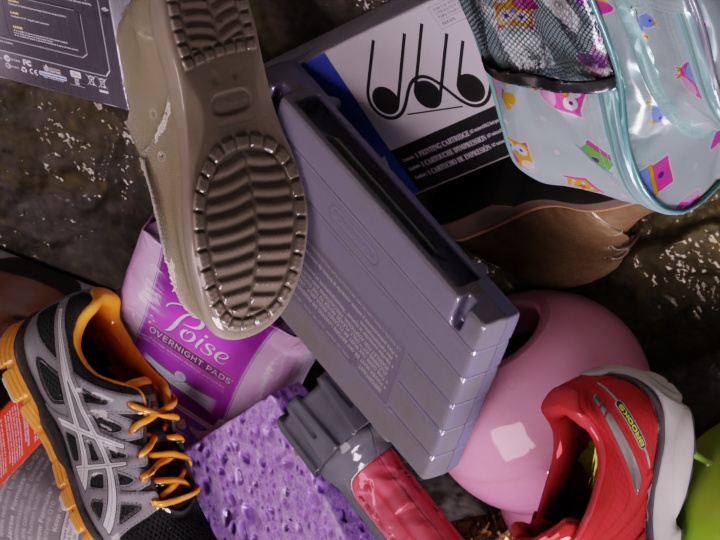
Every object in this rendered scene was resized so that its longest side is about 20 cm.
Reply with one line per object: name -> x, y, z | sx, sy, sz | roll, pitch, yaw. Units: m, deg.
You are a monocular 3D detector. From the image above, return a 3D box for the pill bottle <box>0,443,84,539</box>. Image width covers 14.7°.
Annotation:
pill bottle -> -0.209, 0.150, 1.797 | 0.200, 0.114, 0.114 | 14, 132, 27

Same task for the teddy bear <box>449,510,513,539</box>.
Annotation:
teddy bear -> 0.033, 0.187, 1.629 | 0.200, 0.145, 0.067 | -21, 82, 46

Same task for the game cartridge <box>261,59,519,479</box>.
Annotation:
game cartridge -> 0.000, 0.000, 1.460 | 0.200, 0.038, 0.130 | 49, 146, 27

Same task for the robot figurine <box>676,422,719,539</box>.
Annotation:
robot figurine -> 0.226, 0.155, 1.471 | 0.175, 0.116, 0.200 | -15, 129, 4

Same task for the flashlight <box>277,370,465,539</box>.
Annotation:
flashlight -> 0.036, 0.140, 1.499 | 0.068, 0.068, 0.200 | -41, 79, 14

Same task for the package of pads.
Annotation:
package of pads -> -0.091, 0.046, 1.651 | 0.120, 0.076, 0.200 | 33, 138, 5

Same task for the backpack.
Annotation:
backpack -> 0.135, -0.128, 1.263 | 0.153, 0.176, 0.200 | 17, 137, 30

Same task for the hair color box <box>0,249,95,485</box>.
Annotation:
hair color box -> -0.243, 0.076, 1.693 | 0.101, 0.200, 0.061 | 20, 134, 22

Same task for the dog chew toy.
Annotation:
dog chew toy -> 0.122, 0.107, 1.520 | 0.124, 0.125, 0.200 | -8, 128, 40

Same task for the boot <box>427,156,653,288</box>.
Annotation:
boot -> 0.127, -0.039, 1.435 | 0.075, 0.074, 0.200 | 42, 148, -24

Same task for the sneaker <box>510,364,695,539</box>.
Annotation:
sneaker -> 0.115, 0.148, 1.417 | 0.077, 0.085, 0.200 | 8, 98, 60

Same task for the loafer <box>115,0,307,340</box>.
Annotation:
loafer -> -0.081, -0.063, 1.453 | 0.068, 0.076, 0.200 | -3, 95, 57

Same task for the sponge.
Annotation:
sponge -> -0.073, 0.150, 1.624 | 0.200, 0.030, 0.112 | -33, 81, 47

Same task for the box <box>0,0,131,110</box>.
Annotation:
box -> -0.209, -0.186, 1.560 | 0.200, 0.048, 0.158 | 14, 131, 26

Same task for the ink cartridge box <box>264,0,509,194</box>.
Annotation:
ink cartridge box -> 0.023, -0.091, 1.472 | 0.200, 0.044, 0.094 | -22, 108, 45

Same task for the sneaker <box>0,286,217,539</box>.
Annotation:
sneaker -> -0.134, 0.099, 1.594 | 0.077, 0.078, 0.200 | -40, 79, 31
